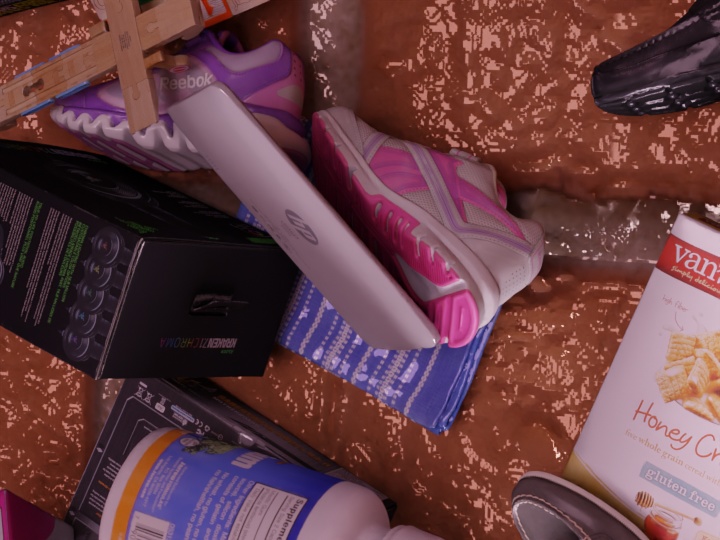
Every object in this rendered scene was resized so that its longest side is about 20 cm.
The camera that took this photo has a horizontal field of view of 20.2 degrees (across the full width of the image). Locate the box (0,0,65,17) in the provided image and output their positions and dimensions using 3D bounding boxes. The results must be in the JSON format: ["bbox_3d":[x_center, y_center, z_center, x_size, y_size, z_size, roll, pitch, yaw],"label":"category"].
[{"bbox_3d":[-0.252,-0.280,1.395,0.159,0.044,0.202,-9,89,26],"label":"box"}]

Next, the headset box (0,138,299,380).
[{"bbox_3d":[-0.159,-0.005,1.279,0.199,0.174,0.094,26,101,32],"label":"headset box"}]

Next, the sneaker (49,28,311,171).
[{"bbox_3d":[-0.113,-0.114,1.325,0.199,0.080,0.089,4,78,31],"label":"sneaker"}]

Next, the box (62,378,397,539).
[{"bbox_3d":[-0.094,0.173,1.342,0.199,0.048,0.159,30,106,20],"label":"box"}]

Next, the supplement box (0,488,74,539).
[{"bbox_3d":[-0.237,0.256,1.289,0.102,0.101,0.202,-15,64,14],"label":"supplement box"}]

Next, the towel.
[{"bbox_3d":[0.000,0.000,1.303,0.199,0.024,0.146,28,103,21],"label":"towel"}]

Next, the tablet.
[{"bbox_3d":[-0.037,-0.029,1.213,0.014,0.130,0.200,-44,101,-15],"label":"tablet"}]

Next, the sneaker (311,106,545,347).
[{"bbox_3d":[0.040,-0.037,1.240,0.200,0.088,0.082,47,149,35],"label":"sneaker"}]

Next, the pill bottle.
[{"bbox_3d":[-0.050,0.174,1.234,0.198,0.112,0.113,15,99,22],"label":"pill bottle"}]

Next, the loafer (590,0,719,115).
[{"bbox_3d":[0.224,-0.145,1.170,0.199,0.068,0.071,-21,76,19],"label":"loafer"}]

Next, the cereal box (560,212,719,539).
[{"bbox_3d":[0.214,0.085,1.198,0.143,0.039,0.201,27,104,23],"label":"cereal box"}]

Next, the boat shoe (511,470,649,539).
[{"bbox_3d":[0.157,0.204,1.193,0.200,0.057,0.067,45,143,3],"label":"boat shoe"}]

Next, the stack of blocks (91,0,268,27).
[{"bbox_3d":[-0.086,-0.227,1.292,0.199,0.059,0.116,-20,106,21],"label":"stack of blocks"}]

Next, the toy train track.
[{"bbox_3d":[-0.170,-0.130,1.299,0.199,0.032,0.116,-20,76,34],"label":"toy train track"}]
